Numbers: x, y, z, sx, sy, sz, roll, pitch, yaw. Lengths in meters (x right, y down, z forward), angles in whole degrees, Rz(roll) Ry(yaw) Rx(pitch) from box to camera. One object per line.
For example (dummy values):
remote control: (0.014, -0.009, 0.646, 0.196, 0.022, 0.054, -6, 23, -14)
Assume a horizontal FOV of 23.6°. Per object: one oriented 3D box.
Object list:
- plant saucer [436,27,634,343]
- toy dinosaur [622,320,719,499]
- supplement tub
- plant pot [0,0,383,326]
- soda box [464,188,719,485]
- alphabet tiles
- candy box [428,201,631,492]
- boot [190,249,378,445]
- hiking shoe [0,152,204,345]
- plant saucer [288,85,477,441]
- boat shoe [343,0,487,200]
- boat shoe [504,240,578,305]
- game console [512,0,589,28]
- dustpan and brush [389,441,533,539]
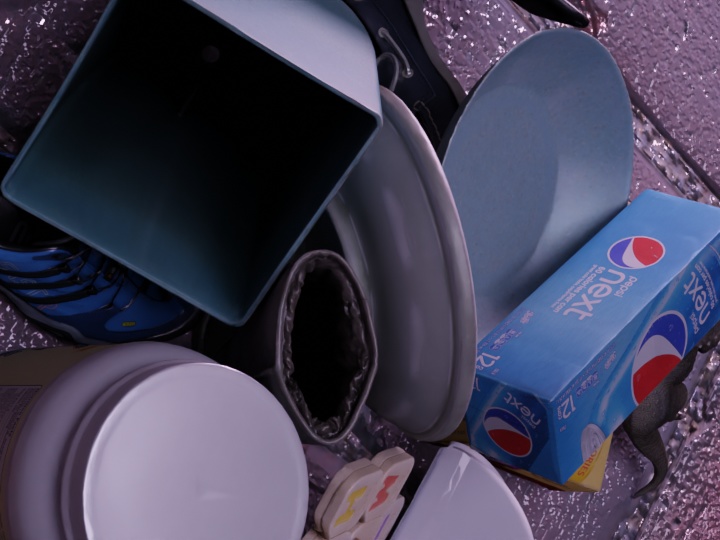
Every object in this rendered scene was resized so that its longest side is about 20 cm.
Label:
plant saucer: (0.088, -0.043, 0.994, 0.201, 0.039, 0.201, -22, 120, -44)
toy dinosaur: (0.208, 0.066, 1.197, 0.102, 0.077, 0.200, -10, 131, -59)
supplement tub: (-0.131, 0.109, 0.876, 0.145, 0.200, 0.145, 3, 85, -36)
plant pot: (-0.077, -0.102, 0.924, 0.141, 0.141, 0.200, 31, 26, -12)
soda box: (0.143, 0.034, 1.004, 0.200, 0.068, 0.064, -40, 133, -34)
alphabet tiles: (-0.033, 0.191, 0.967, 0.200, 0.015, 0.196, -63, 161, 12)
candy box: (0.125, 0.037, 1.159, 0.117, 0.056, 0.200, 24, 74, -30)
boot: (-0.041, 0.086, 0.941, 0.072, 0.200, 0.182, -9, 90, -25)
hiking shoe: (-0.160, -0.008, 0.934, 0.200, 0.087, 0.075, 24, 74, -32)
plant saucer: (0.000, 0.000, 0.942, 0.050, 0.200, 0.200, -13, 94, -19)
boat shoe: (0.021, -0.114, 1.054, 0.062, 0.075, 0.200, -13, 69, -19)
boat shoe: (0.056, 0.003, 1.071, 0.200, 0.072, 0.060, 15, 73, -10)
game console: (0.072, -0.240, 1.034, 0.116, 0.200, 0.176, 2, 100, -4)
dustpan and brush: (0.082, 0.200, 1.117, 0.200, 0.057, 0.140, 30, 88, -29)
